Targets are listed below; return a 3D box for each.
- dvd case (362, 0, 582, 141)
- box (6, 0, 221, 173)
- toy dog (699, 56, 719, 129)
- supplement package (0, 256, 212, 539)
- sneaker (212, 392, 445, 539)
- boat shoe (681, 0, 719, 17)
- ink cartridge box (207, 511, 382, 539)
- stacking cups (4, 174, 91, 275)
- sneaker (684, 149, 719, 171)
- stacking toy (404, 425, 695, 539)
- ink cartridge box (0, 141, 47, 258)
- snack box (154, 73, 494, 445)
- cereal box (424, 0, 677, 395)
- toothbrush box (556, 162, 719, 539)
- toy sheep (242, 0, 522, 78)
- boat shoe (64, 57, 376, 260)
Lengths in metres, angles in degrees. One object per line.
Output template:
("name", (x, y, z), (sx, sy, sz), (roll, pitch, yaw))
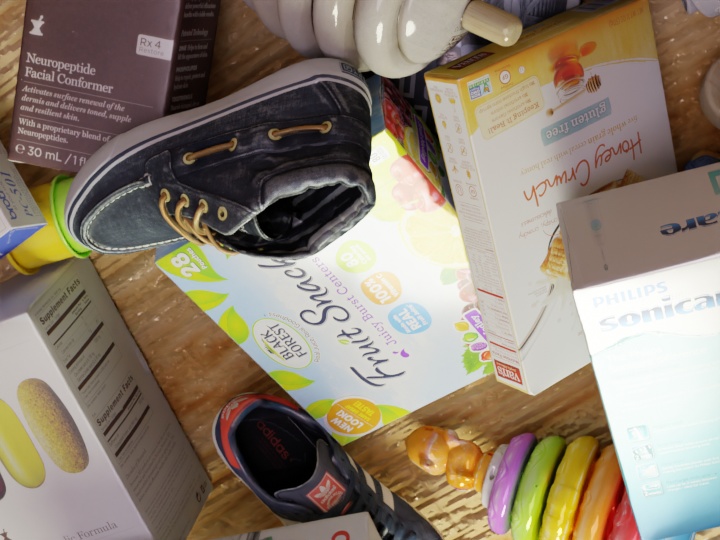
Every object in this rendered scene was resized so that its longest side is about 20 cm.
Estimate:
("dvd case", (0.056, -0.146, 0.932), (0.150, 0.025, 0.200), (8, 113, 8))
("box", (-0.140, -0.155, 0.916), (0.100, 0.075, 0.200), (12, 101, 12))
("toy dog", (0.291, -0.083, 0.867), (0.200, 0.132, 0.097), (0, 83, 20))
("supplement package", (-0.204, 0.108, 1.041), (0.114, 0.110, 0.200), (-21, 107, 18))
("sneaker", (-0.017, 0.155, 1.017), (0.200, 0.085, 0.075), (37, 77, 2))
("boat shoe", (0.191, -0.177, 0.859), (0.200, 0.072, 0.069), (1, 118, -5))
("ink cartridge box", (-0.075, 0.243, 0.950), (0.200, 0.146, 0.084), (-13, 133, 10))
("stacking cups", (-0.136, -0.049, 0.989), (0.200, 0.061, 0.061), (-14, 109, 17))
("sneaker", (0.265, 0.010, 0.930), (0.200, 0.075, 0.088), (36, 115, -5))
("stacking toy", (0.121, 0.146, 1.011), (0.200, 0.116, 0.110), (17, 117, 16))
("ink cartridge box", (-0.291, -0.089, 0.978), (0.094, 0.044, 0.200), (-34, 83, 21))
("snack box", (0.000, 0.000, 0.947), (0.169, 0.068, 0.200), (-27, 125, 20))
("cereal box", (0.124, -0.045, 0.904), (0.144, 0.040, 0.200), (-27, 115, -26))
("toothbrush box", (0.204, 0.044, 0.863), (0.146, 0.085, 0.200), (-15, 126, 10))
("toy sheep", (0.003, -0.174, 0.846), (0.200, 0.138, 0.138), (33, 118, 28))
("boat shoe", (-0.082, -0.039, 0.838), (0.200, 0.091, 0.071), (-25, 137, 22))
